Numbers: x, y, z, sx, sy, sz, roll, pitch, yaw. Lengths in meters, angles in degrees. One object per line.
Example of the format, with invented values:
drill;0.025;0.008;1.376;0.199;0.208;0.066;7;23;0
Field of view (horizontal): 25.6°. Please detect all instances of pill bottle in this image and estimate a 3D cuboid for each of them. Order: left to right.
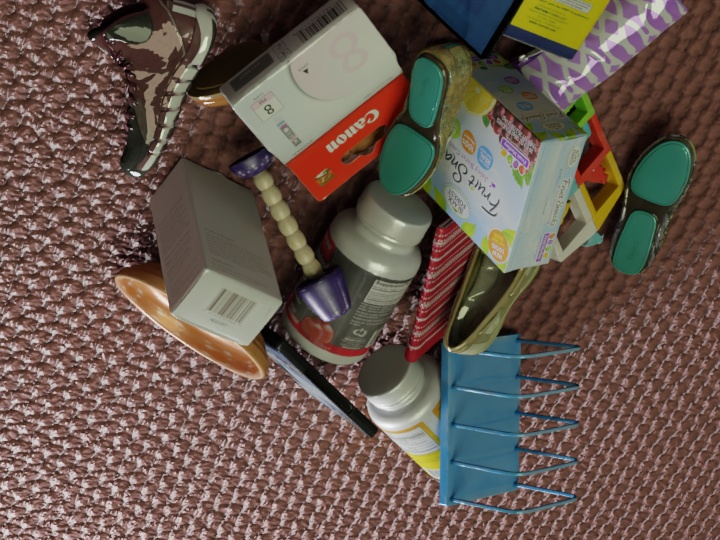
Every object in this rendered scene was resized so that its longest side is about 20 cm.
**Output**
pill bottle;0.000;0.000;1.805;0.111;0.111;0.200;15;122;-26
pill bottle;0.083;0.177;1.981;0.109;0.109;0.200;-34;129;12

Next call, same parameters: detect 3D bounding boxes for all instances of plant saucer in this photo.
plant saucer;-0.183;0.051;1.775;0.200;0.200;0.037;45;70;-37

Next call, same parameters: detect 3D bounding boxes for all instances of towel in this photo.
towel;0.106;0.001;1.848;0.145;0.022;0.200;-39;150;-46

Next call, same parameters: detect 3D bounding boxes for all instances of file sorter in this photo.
file sorter;0.186;0.185;1.923;0.139;0.123;0.200;-4;97;-45

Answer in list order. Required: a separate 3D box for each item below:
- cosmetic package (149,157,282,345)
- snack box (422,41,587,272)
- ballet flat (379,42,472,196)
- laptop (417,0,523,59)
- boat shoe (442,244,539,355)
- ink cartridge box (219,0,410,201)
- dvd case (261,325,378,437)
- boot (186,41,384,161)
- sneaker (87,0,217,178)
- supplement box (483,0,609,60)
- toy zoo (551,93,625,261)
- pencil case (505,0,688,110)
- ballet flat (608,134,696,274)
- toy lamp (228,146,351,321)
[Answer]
cosmetic package;-0.157;-0.022;1.694;0.102;0.200;0.074;26;117;-30
snack box;0.141;-0.124;1.693;0.068;0.200;0.169;-11;133;-29
ballet flat;0.073;-0.159;1.664;0.071;0.071;0.200;0;138;-16
laptop;0.073;-0.334;1.557;0.200;0.103;0.177;21;120;-19
boat shoe;0.154;0.005;1.834;0.201;0.073;0.063;-62;161;7
ink cartridge box;-0.025;-0.167;1.634;0.163;0.057;0.200;-38;129;3
dvd case;-0.073;0.115;1.872;0.018;0.143;0.200;-50;128;-8
boot;-0.073;-0.175;1.690;0.200;0.077;0.155;-22;135;-7
sneaker;-0.235;-0.199;1.624;0.115;0.076;0.200;19;110;-22
supplement box;0.206;-0.335;1.605;0.109;0.109;0.200;16;122;-27
toy zoo;0.240;-0.102;1.815;0.131;0.020;0.200;-48;133;-19
pencil case;0.252;-0.252;1.704;0.200;0.084;0.085;-38;118;13
ballet flat;0.344;-0.088;1.873;0.072;0.072;0.200;3;129;-18
toy lamp;-0.072;-0.037;1.716;0.058;0.058;0.200;-29;101;8
